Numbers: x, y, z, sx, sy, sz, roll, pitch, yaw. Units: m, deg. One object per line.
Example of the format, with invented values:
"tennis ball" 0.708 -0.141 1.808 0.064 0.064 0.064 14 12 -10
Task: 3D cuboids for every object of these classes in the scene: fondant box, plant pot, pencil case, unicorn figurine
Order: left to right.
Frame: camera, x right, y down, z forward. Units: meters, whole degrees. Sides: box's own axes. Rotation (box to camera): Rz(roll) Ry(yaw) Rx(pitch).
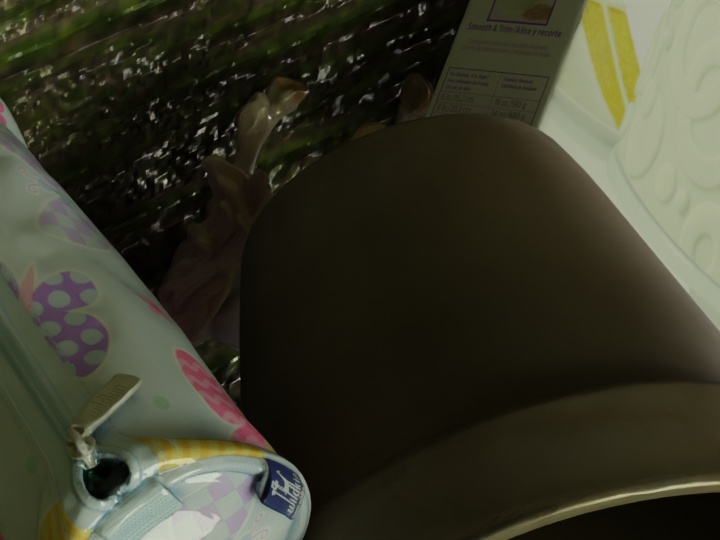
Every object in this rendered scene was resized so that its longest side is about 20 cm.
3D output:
"pencil case" -0.098 0.026 0.861 0.083 0.200 0.091 -47 142 8
"unicorn figurine" 0.000 0.000 1.088 0.199 0.074 0.138 5 114 -35
"plant pot" 0.041 0.052 0.929 0.199 0.174 0.200 -13 147 -9
"fondant box" 0.108 -0.084 1.081 0.144 0.058 0.201 34 71 -44
